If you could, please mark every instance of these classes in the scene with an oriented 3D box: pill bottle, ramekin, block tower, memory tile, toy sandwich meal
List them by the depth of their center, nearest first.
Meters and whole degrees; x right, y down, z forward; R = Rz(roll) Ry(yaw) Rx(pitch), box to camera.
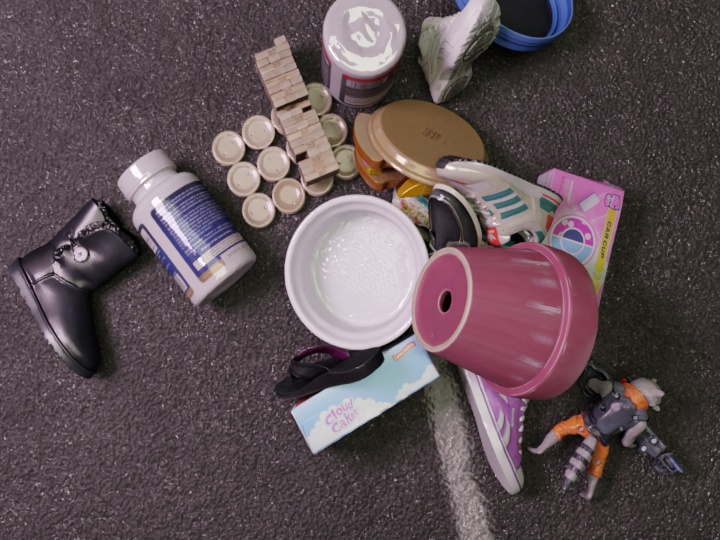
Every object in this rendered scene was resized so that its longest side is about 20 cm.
[{"bbox_3d":[0.000,-0.289,1.086,0.107,0.200,0.114,0,86,-4],"label":"pill bottle"},{"bbox_3d":[-0.243,-0.062,1.099,0.110,0.111,0.202,-38,89,-5],"label":"pill bottle"},{"bbox_3d":[0.000,0.000,1.100,0.194,0.098,0.207,0,94,6],"label":"ramekin"},{"bbox_3d":[0.085,-0.165,1.130,0.200,0.071,0.208,12,44,-12],"label":"toy sandwich meal"},{"bbox_3d":[-0.093,-0.224,1.133,0.057,0.054,0.204,-21,87,-6],"label":"block tower"},{"bbox_3d":[-0.106,-0.167,1.163,0.197,0.017,0.156,-29,88,-6],"label":"memory tile"}]

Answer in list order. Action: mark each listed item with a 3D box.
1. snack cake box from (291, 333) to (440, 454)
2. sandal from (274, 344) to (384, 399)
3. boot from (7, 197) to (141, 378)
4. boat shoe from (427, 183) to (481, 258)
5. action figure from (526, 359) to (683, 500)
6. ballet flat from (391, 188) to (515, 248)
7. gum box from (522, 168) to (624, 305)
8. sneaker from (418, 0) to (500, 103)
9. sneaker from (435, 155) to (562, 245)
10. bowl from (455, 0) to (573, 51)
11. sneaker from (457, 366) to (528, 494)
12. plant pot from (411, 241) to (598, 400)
[{"bbox_3d":[0.005,0.166,1.094,0.197,0.115,0.068,-31,88,-5],"label":"snack cake box"},{"bbox_3d":[-0.048,0.123,1.054,0.075,0.198,0.049,-39,103,-46],"label":"sandal"},{"bbox_3d":[-0.371,0.021,1.102,0.167,0.076,0.202,-35,82,-1],"label":"boot"},{"bbox_3d":[0.122,-0.029,1.078,0.071,0.203,0.068,22,56,30],"label":"boat shoe"},{"bbox_3d":[0.360,0.237,1.113,0.199,0.104,0.195,41,100,11],"label":"action figure"},{"bbox_3d":[0.129,-0.061,1.152,0.197,0.076,0.065,32,116,4],"label":"ballet flat"},{"bbox_3d":[0.297,-0.040,1.147,0.111,0.066,0.205,15,85,-8],"label":"gum box"},{"bbox_3d":[0.122,-0.323,1.104,0.077,0.201,0.100,-30,78,-27],"label":"sneaker"},{"bbox_3d":[0.178,-0.085,1.055,0.196,0.070,0.096,17,94,-27],"label":"sneaker"},{"bbox_3d":[0.215,-0.406,1.150,0.196,0.039,0.206,11,63,-21],"label":"bowl"},{"bbox_3d":[0.220,0.204,1.127,0.111,0.073,0.206,-17,87,-8],"label":"sneaker"},{"bbox_3d":[0.170,0.052,1.011,0.175,0.199,0.206,14,84,-28],"label":"plant pot"}]
